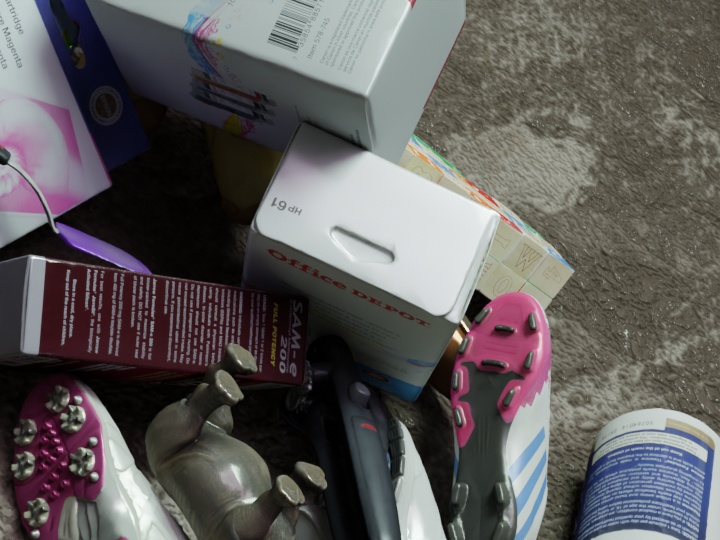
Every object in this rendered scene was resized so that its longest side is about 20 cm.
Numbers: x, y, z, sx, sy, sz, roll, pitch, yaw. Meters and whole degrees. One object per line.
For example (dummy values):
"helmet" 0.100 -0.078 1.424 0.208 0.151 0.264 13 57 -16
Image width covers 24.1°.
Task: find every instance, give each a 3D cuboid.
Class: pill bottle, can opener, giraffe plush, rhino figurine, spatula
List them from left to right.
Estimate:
"spatula" -0.209 -0.054 1.036 0.200 0.021 0.056 42 -1 -25
"giraffe plush" -0.128 -0.146 1.229 0.160 0.203 0.173 5 16 -6
"rhino figurine" -0.061 0.146 0.982 0.060 0.087 0.201 8 44 -54
"can opener" -0.005 0.114 1.061 0.078 0.064 0.201 13 29 -19
"pill bottle" 0.207 0.204 1.214 0.110 0.111 0.201 34 38 -10

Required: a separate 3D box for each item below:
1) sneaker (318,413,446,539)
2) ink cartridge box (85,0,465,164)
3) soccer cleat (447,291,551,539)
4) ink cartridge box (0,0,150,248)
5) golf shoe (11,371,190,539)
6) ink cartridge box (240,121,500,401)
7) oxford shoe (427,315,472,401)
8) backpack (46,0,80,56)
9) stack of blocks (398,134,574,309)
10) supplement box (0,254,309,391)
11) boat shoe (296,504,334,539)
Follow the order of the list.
"sneaker" 0.027 0.188 1.120 0.087 0.074 0.202 36 35 -41
"ink cartridge box" -0.050 -0.172 1.092 0.198 0.145 0.146 23 74 13
"soccer cleat" 0.101 0.119 1.195 0.086 0.069 0.202 40 55 -58
"ink cartridge box" -0.235 -0.122 1.061 0.199 0.043 0.198 -33 113 -30
"golf shoe" -0.145 0.153 1.000 0.091 0.075 0.201 27 33 -55
"ink cartridge box" 0.000 0.000 1.122 0.143 0.200 0.085 24 72 1
"oxford shoe" 0.017 0.035 1.251 0.200 0.072 0.071 44 47 17
"backpack" -0.283 -0.176 1.130 0.199 0.153 0.165 7 67 -55
"stack of blocks" 0.064 -0.049 1.333 0.199 0.059 0.115 34 11 -24
"supplement box" -0.143 0.037 1.059 0.198 0.108 0.062 8 79 -35
"boat shoe" -0.026 0.230 1.014 0.068 0.075 0.202 16 46 -38
